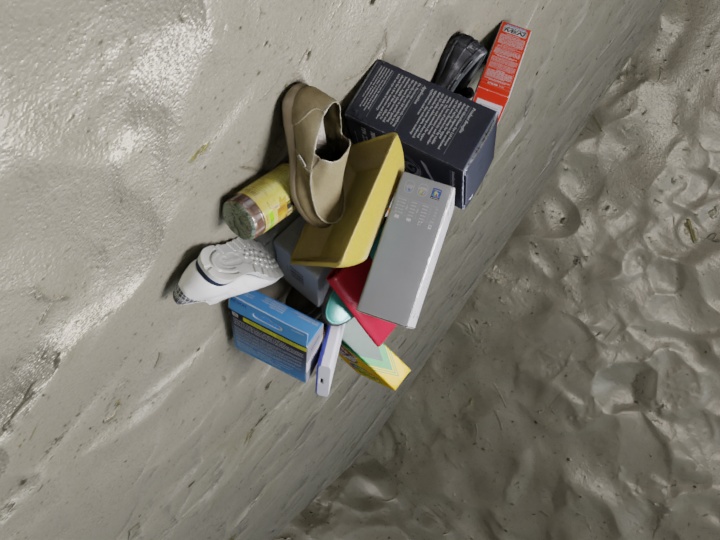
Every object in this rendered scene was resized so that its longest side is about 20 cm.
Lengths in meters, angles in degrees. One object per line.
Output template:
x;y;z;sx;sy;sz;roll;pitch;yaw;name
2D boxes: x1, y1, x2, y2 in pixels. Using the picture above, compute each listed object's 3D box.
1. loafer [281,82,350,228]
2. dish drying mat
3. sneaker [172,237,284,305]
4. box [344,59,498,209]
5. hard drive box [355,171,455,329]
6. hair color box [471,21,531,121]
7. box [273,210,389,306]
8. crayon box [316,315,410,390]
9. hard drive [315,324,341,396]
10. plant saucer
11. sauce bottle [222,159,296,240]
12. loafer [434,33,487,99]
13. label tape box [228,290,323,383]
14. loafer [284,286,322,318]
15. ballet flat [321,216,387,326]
-0.051;-0.139;0.944;0.076;0.067;0.201;-43;135;-36;loafer
0.012;0.041;1.141;0.077;0.018;0.200;-51;141;-14;dish drying mat
-0.184;0.006;1.040;0.081;0.076;0.200;-45;163;20;sneaker
0.092;-0.197;1.087;0.105;0.199;0.148;-60;167;-11;box
0.070;-0.022;1.050;0.156;0.077;0.201;39;69;-81;hard drive box
0.252;-0.353;1.360;0.111;0.064;0.200;105;8;-55;hair color box
-0.040;-0.059;1.230;0.200;0.097;0.125;-45;163;-21;box
-0.011;0.152;1.487;0.058;0.173;0.200;-48;-162;-13;crayon box
-0.044;0.103;1.288;0.132;0.025;0.201;98;4;-59;hard drive
-0.013;-0.088;1.053;0.200;0.048;0.201;5;-110;65;plant saucer
-0.097;-0.115;1.004;0.200;0.065;0.065;-40;161;-35;sauce bottle
0.162;-0.313;1.285;0.068;0.070;0.201;-36;156;-41;loafer
-0.135;0.093;1.192;0.066;0.143;0.200;-59;169;-29;label tape box
-0.079;0.007;1.332;0.200;0.075;0.070;-58;161;-13;loafer
0.000;0.000;1.175;0.200;0.073;0.073;-56;165;-5;ballet flat
